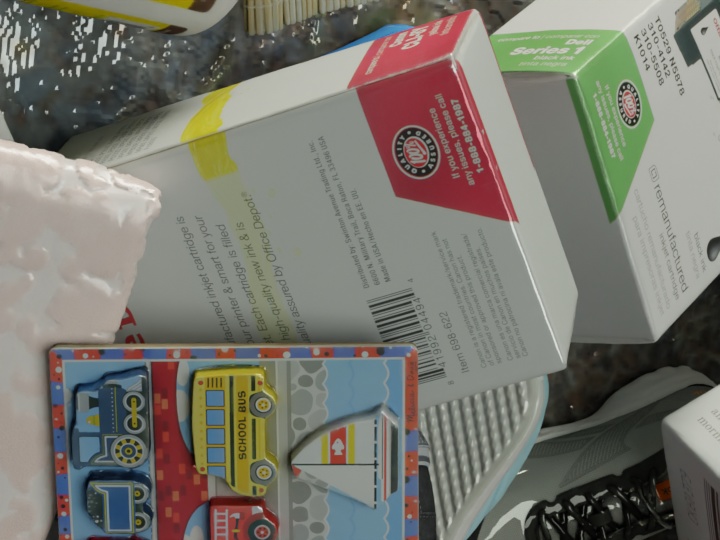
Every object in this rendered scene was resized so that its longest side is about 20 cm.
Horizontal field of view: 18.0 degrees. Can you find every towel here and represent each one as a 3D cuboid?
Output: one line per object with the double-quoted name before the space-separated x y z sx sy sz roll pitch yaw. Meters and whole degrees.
"towel" -0.203 0.024 0.932 0.200 0.032 0.191 15 108 -14

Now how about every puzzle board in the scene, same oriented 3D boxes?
"puzzle board" -0.051 0.125 0.954 0.150 0.017 0.200 0 110 1

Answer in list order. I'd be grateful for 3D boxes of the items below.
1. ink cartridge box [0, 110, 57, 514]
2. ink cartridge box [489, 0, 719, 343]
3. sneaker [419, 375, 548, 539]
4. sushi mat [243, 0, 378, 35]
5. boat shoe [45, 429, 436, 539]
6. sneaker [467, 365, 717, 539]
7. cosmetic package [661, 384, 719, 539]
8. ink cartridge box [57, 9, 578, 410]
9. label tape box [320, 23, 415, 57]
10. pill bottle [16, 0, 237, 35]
"ink cartridge box" -0.181 0.017 0.998 0.104 0.059 0.200 -30 113 -20
"ink cartridge box" 0.143 -0.076 1.126 0.200 0.084 0.146 -41 121 -40
"sneaker" 0.030 0.121 1.144 0.200 0.074 0.082 -48 165 8
"sushi mat" -0.014 -0.204 1.044 0.096 0.012 0.200 -22 131 -27
"boat shoe" -0.059 0.123 0.998 0.200 0.070 0.066 -16 78 9
"sneaker" 0.127 0.115 1.196 0.200 0.079 0.074 -30 116 -22
"cosmetic package" 0.282 0.124 1.140 0.200 0.165 0.165 -28 137 -12
"ink cartridge box" -0.024 -0.010 0.982 0.200 0.083 0.145 -16 109 15
"label tape box" 0.000 0.000 1.103 0.144 0.063 0.200 -27 112 -24
"pill bottle" -0.144 -0.169 0.955 0.200 0.109 0.109 10 95 -33
